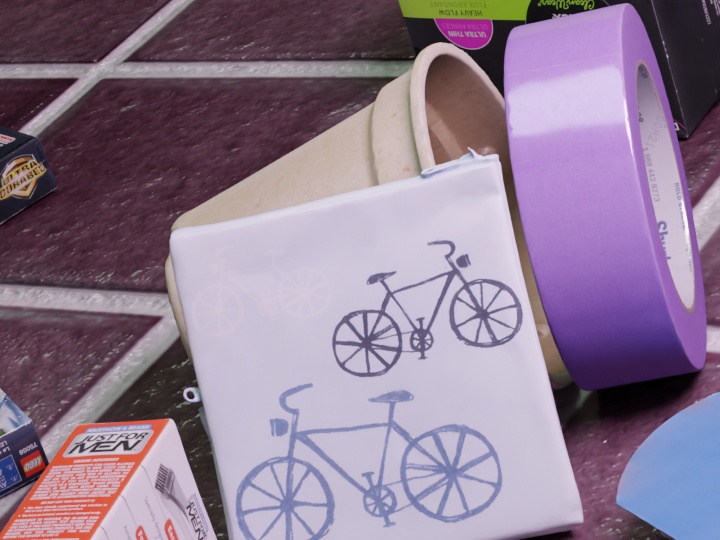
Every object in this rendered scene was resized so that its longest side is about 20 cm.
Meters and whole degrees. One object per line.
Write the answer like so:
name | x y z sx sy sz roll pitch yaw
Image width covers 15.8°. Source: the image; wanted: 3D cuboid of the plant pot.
plant pot | 0.000 0.000 1.444 0.183 0.201 0.201 -22 25 20

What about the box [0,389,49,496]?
box | -0.287 0.101 1.572 0.137 0.040 0.200 -27 29 -17

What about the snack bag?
snack bag | 0.002 0.054 1.327 0.188 0.200 0.021 -14 0 13

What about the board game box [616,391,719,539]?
board game box | 0.226 0.115 1.235 0.158 0.039 0.200 -27 33 -26

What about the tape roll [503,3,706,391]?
tape roll | 0.133 -0.039 1.392 0.066 0.200 0.200 -11 29 15

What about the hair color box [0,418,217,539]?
hair color box | -0.138 0.175 1.270 0.064 0.111 0.200 -4 31 26

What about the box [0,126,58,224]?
box | -0.339 -0.056 1.883 0.159 0.046 0.200 -34 31 -27

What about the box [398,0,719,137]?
box | 0.140 -0.182 1.703 0.200 0.149 0.124 4 36 38
